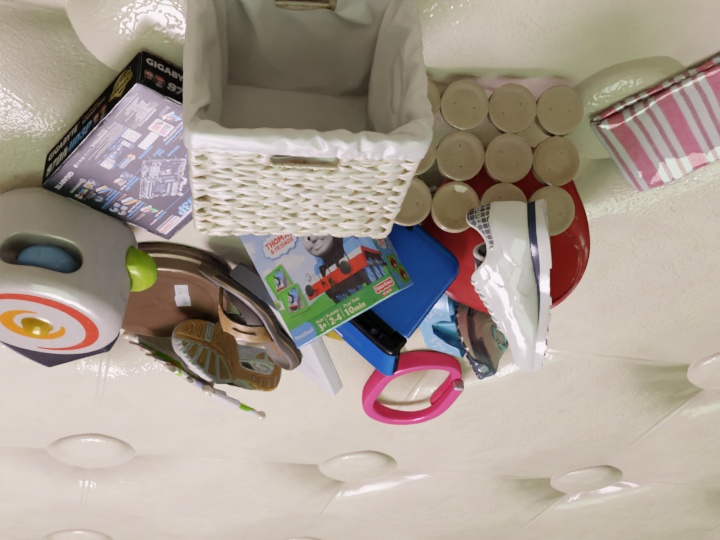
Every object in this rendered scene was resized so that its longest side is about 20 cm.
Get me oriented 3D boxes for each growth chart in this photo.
[{"bbox_3d":[-0.236,0.144,1.278,0.199,0.018,0.145,27,173,37],"label":"growth chart"}]

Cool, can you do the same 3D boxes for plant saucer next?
[{"bbox_3d":[-0.259,0.033,1.203,0.198,0.030,0.201,-3,145,-2],"label":"plant saucer"}]

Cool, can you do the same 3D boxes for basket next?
[{"bbox_3d":[-0.052,-0.144,0.806,0.196,0.201,0.161,1,148,-7],"label":"basket"}]

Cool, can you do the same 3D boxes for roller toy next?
[{"bbox_3d":[-0.352,0.010,1.038,0.199,0.141,0.182,-14,145,29],"label":"roller toy"}]

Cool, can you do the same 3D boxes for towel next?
[{"bbox_3d":[0.361,-0.157,0.985,0.199,0.030,0.146,-24,141,27],"label":"towel"}]

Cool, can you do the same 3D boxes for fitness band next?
[{"bbox_3d":[0.081,0.191,1.471,0.142,0.038,0.200,8,143,-17],"label":"fitness band"}]

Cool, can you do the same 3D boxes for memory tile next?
[{"bbox_3d":[0.123,-0.114,0.929,0.198,0.155,0.017,3,-178,-6],"label":"memory tile"}]

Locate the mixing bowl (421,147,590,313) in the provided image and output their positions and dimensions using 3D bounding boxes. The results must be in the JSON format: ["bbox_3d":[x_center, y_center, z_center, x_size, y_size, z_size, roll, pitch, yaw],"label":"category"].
[{"bbox_3d":[0.176,-0.025,1.013,0.198,0.108,0.202,-8,118,-15],"label":"mixing bowl"}]

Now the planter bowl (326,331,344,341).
[{"bbox_3d":[-0.012,0.034,1.181,0.198,0.084,0.201,-3,147,-2],"label":"planter bowl"}]

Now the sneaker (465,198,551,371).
[{"bbox_3d":[0.153,0.017,0.932,0.080,0.077,0.201,-4,122,9],"label":"sneaker"}]

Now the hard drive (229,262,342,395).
[{"bbox_3d":[-0.095,0.082,1.223,0.027,0.132,0.200,-47,150,-17],"label":"hard drive"}]

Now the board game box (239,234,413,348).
[{"bbox_3d":[-0.053,-0.039,0.979,0.151,0.201,0.037,-31,174,32],"label":"board game box"}]

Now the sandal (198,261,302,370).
[{"bbox_3d":[-0.144,0.069,1.166,0.081,0.055,0.201,25,155,45],"label":"sandal"}]

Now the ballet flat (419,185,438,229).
[{"bbox_3d":[0.137,-0.057,1.094,0.199,0.072,0.072,17,141,-25],"label":"ballet flat"}]

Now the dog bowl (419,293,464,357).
[{"bbox_3d":[0.104,0.033,1.176,0.049,0.112,0.200,1,149,16],"label":"dog bowl"}]

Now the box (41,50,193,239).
[{"bbox_3d":[-0.213,-0.121,0.959,0.158,0.046,0.200,23,138,-35],"label":"box"}]

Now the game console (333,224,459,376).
[{"bbox_3d":[0.000,0.000,1.053,0.118,0.200,0.171,-45,166,-15],"label":"game console"}]

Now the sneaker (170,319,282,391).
[{"bbox_3d":[-0.199,0.124,1.269,0.087,0.076,0.200,-1,156,37],"label":"sneaker"}]

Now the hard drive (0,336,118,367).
[{"bbox_3d":[-0.425,0.065,1.217,0.134,0.043,0.200,-15,145,16],"label":"hard drive"}]

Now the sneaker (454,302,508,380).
[{"bbox_3d":[0.169,0.050,1.133,0.086,0.201,0.078,-15,122,21],"label":"sneaker"}]
